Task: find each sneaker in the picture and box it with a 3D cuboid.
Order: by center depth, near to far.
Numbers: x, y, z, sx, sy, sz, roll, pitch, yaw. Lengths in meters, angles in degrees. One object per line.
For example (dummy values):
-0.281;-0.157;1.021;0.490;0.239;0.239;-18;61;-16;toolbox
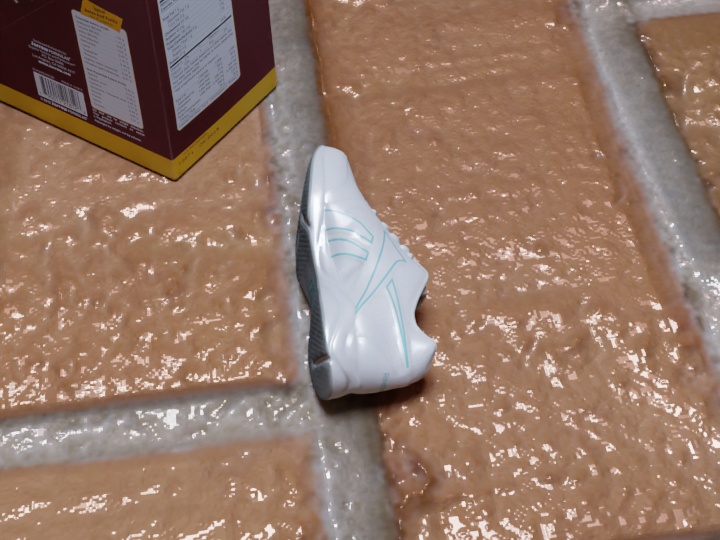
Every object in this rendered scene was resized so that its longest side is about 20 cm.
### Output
0.000;0.000;0.933;0.079;0.071;0.202;-1;51;-11;sneaker

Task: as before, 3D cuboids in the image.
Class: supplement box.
-0.184;-0.213;1.044;0.196;0.201;0.133;25;51;24;supplement box
